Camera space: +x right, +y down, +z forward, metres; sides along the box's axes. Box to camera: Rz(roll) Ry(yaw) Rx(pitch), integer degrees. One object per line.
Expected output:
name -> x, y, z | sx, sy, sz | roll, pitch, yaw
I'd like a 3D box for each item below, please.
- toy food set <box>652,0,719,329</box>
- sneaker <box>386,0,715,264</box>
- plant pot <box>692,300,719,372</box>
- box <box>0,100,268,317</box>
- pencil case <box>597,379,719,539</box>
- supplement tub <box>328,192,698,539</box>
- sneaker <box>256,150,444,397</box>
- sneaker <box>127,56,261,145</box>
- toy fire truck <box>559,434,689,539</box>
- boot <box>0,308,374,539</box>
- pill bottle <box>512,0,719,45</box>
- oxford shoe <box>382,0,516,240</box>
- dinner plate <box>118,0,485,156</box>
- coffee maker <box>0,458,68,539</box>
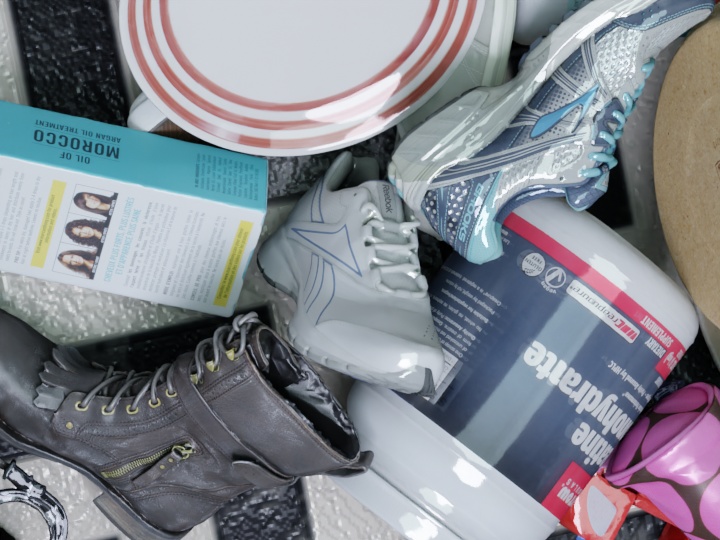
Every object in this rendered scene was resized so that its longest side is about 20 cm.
toy food set -> 0.217, -0.055, 1.517 | 0.048, 0.201, 0.199 | -8, 53, -22
sneaker -> 0.116, -0.079, 1.517 | 0.200, 0.078, 0.087 | -37, 77, 7
plant pot -> 0.316, -0.017, 1.612 | 0.199, 0.187, 0.189 | -8, 96, -24
box -> -0.156, -0.038, 1.561 | 0.199, 0.049, 0.083 | 12, 129, -11
pencil case -> 0.225, 0.155, 1.594 | 0.200, 0.091, 0.094 | 48, 130, -10
supplement tub -> 0.081, 0.064, 1.582 | 0.140, 0.140, 0.200 | 37, 88, -11
sneaker -> 0.000, 0.000, 1.528 | 0.074, 0.200, 0.088 | 18, 110, -29
sneaker -> -0.055, -0.144, 1.590 | 0.199, 0.073, 0.085 | -35, 66, 2
toy fire truck -> 0.188, 0.191, 1.657 | 0.199, 0.049, 0.142 | 26, 90, -11
boot -> -0.106, 0.062, 1.536 | 0.200, 0.174, 0.069 | 42, 45, -18
pill bottle -> 0.177, -0.186, 1.593 | 0.198, 0.111, 0.112 | -3, 95, -10
oxford shoe -> 0.048, -0.111, 1.580 | 0.057, 0.075, 0.201 | 7, 113, -10
dinner plate -> -0.031, -0.147, 1.507 | 0.199, 0.024, 0.201 | -6, 131, -8
coffee maker -> -0.223, 0.184, 1.509 | 0.192, 0.200, 0.135 | -39, 102, -2
